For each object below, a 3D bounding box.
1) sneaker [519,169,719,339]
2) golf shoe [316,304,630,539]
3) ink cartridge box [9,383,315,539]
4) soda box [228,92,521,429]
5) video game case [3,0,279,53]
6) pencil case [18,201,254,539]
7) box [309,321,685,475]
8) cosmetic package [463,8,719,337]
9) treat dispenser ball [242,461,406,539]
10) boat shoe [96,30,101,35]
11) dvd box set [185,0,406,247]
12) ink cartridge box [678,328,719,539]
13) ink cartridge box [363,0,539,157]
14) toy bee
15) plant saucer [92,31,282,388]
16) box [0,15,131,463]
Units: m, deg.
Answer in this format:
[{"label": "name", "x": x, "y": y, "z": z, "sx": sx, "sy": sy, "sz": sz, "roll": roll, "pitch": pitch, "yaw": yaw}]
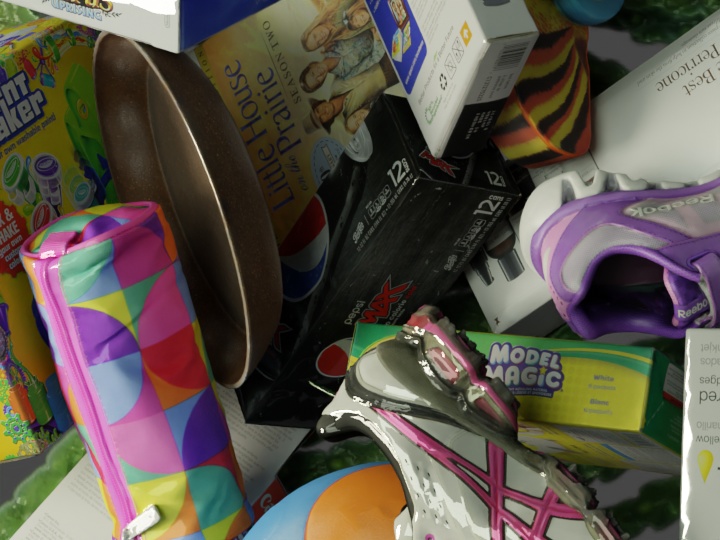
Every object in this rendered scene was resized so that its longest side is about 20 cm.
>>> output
[{"label": "sneaker", "x": 0.177, "y": -0.008, "z": 1.114, "sx": 0.198, "sy": 0.089, "sz": 0.081, "roll": -10, "pitch": 122, "yaw": 9}, {"label": "golf shoe", "x": 0.065, "y": 0.117, "z": 1.072, "sx": 0.092, "sy": 0.073, "sz": 0.200, "roll": -40, "pitch": 75, "yaw": -2}, {"label": "ink cartridge box", "x": -0.101, "y": 0.127, "z": 1.314, "sx": 0.109, "sy": 0.050, "sz": 0.200, "roll": 32, "pitch": 72, "yaw": 30}, {"label": "soda box", "x": 0.000, "y": 0.000, "z": 1.222, "sx": 0.200, "sy": 0.070, "sz": 0.064, "roll": -55, "pitch": 42, "yaw": 35}, {"label": "video game case", "x": -0.116, "y": -0.186, "z": 1.237, "sx": 0.180, "sy": 0.200, "sz": 0.046, "roll": 16, "pitch": 119, "yaw": 26}, {"label": "pencil case", "x": -0.118, "y": 0.064, "z": 1.212, "sx": 0.088, "sy": 0.088, "sz": 0.202, "roll": -9, "pitch": 104, "yaw": 31}, {"label": "box", "x": 0.082, "y": 0.067, "z": 1.180, "sx": 0.199, "sy": 0.117, "sz": 0.049, "roll": 2, "pitch": 74, "yaw": 31}, {"label": "cosmetic package", "x": 0.140, "y": -0.048, "z": 1.195, "sx": 0.199, "sy": 0.051, "sz": 0.083, "roll": -36, "pitch": 69, "yaw": 24}, {"label": "treat dispenser ball", "x": 0.019, "y": 0.199, "z": 1.158, "sx": 0.199, "sy": 0.200, "sz": 0.203, "roll": -4, "pitch": 83, "yaw": 31}, {"label": "boat shoe", "x": -0.163, "y": -0.109, "z": 1.381, "sx": 0.072, "sy": 0.065, "sz": 0.200, "roll": 48, "pitch": 129, "yaw": 12}, {"label": "dvd box set", "x": 0.001, "y": -0.111, "z": 1.299, "sx": 0.199, "sy": 0.029, "sz": 0.147, "roll": -31, "pitch": 70, "yaw": 25}, {"label": "ink cartridge box", "x": 0.239, "y": 0.131, "z": 1.060, "sx": 0.144, "sy": 0.144, "sz": 0.202, "roll": 0, "pitch": 86, "yaw": 31}, {"label": "ink cartridge box", "x": 0.026, "y": -0.165, "z": 1.155, "sx": 0.201, "sy": 0.037, "sz": 0.095, "roll": 65, "pitch": 153, "yaw": 26}, {"label": "toy bee", "x": 0.076, "y": -0.159, "z": 1.184, "sx": 0.131, "sy": 0.108, "sz": 0.201, "roll": -38, "pitch": 44, "yaw": 37}, {"label": "plant saucer", "x": -0.088, "y": -0.037, "z": 1.205, "sx": 0.034, "sy": 0.201, "sz": 0.201, "roll": -20, "pitch": 69, "yaw": -18}, {"label": "box", "x": -0.211, "y": -0.018, "z": 1.283, "sx": 0.121, "sy": 0.200, "sz": 0.194, "roll": -12, "pitch": 109, "yaw": 30}]
